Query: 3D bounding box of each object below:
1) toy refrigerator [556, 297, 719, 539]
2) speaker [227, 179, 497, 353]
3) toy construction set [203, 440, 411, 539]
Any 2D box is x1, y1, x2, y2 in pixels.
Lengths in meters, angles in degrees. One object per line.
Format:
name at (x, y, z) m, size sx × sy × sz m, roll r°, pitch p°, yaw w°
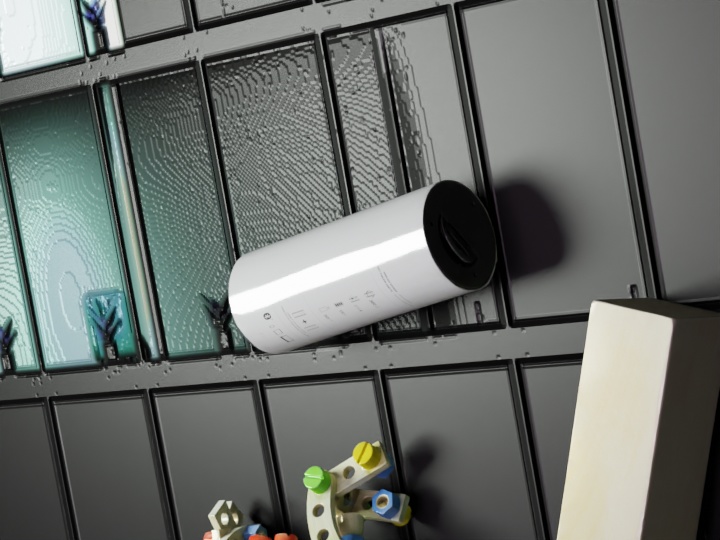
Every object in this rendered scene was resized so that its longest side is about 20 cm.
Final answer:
toy refrigerator at (0.178, 0.122, 1.357) m, size 0.070 × 0.076 × 0.202 m, roll 14°, pitch 100°, yaw 38°
speaker at (0.000, 0.000, 1.495) m, size 0.199 × 0.081 × 0.082 m, roll -20°, pitch 87°, yaw 41°
toy construction set at (-0.057, 0.206, 1.566) m, size 0.199 × 0.092 × 0.132 m, roll -19°, pitch 56°, yaw 41°
